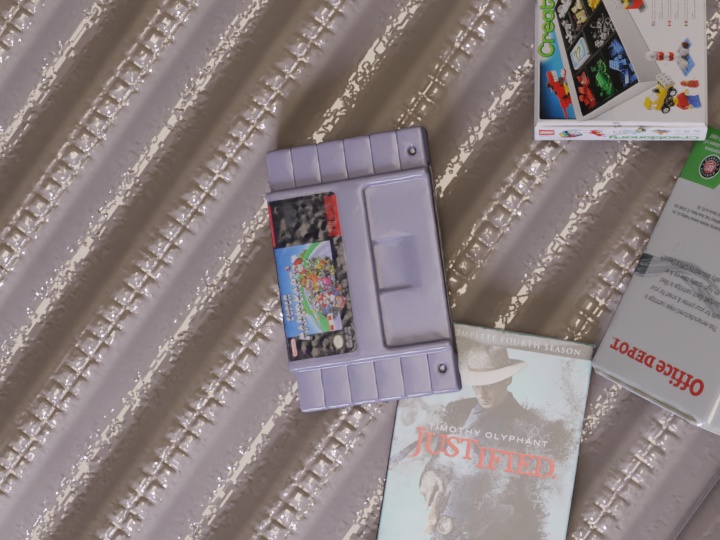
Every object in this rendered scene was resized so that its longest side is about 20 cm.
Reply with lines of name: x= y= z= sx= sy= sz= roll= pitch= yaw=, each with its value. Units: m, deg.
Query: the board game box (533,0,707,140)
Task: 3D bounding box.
board game box: x=0.191 y=-0.195 z=1.486 sx=0.125 sy=0.035 sz=0.201 roll=1 pitch=75 yaw=5

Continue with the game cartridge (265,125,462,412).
game cartridge: x=0.000 y=0.000 z=1.517 sx=0.129 sy=0.038 sz=0.201 roll=-9 pitch=87 yaw=8

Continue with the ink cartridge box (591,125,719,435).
ink cartridge box: x=0.271 y=0.013 z=1.446 sx=0.083 sy=0.146 sz=0.201 roll=24 pitch=93 yaw=-32

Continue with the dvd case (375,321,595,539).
dvd case: x=0.093 y=0.144 z=1.528 sx=0.145 sy=0.022 sz=0.201 roll=9 pitch=89 yaw=4
